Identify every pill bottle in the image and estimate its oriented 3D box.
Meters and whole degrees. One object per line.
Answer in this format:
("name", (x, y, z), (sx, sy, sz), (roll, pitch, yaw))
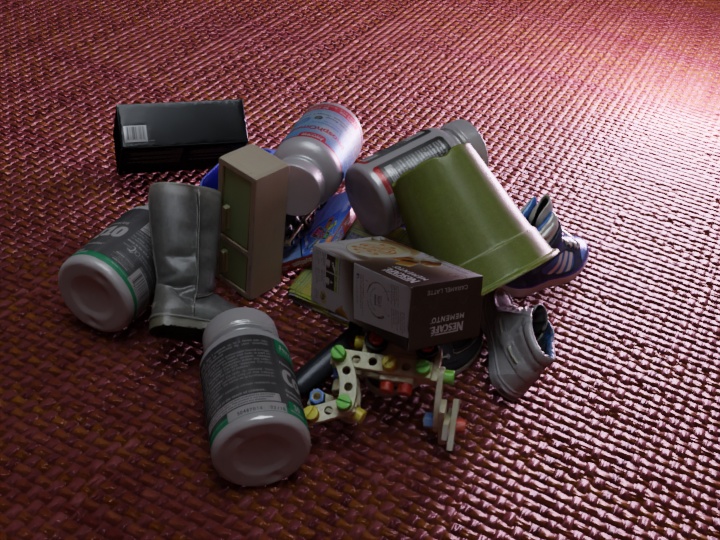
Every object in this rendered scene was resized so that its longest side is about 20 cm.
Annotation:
("pill bottle", (-0.302, -0.016, 1.271), (0.113, 0.114, 0.200), (19, 37, 15))
("pill bottle", (-0.129, 0.142, 1.103), (0.112, 0.114, 0.200), (-3, 38, -15))
("pill bottle", (0.086, -0.142, 1.398), (0.199, 0.114, 0.114), (-28, 48, -23))
("pill bottle", (-0.070, -0.165, 1.402), (0.108, 0.109, 0.200), (14, 35, 8))

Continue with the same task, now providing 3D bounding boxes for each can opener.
("can opener", (-0.018, 0.101, 1.210), (0.200, 0.063, 0.079), (-34, 82, -35))

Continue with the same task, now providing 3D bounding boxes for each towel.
("towel", (0.000, 0.000, 1.358), (0.143, 0.023, 0.200), (21, 50, 24))

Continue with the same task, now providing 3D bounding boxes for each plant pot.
("plant pot", (0.137, -0.063, 1.270), (0.200, 0.200, 0.191), (-25, 88, -37))

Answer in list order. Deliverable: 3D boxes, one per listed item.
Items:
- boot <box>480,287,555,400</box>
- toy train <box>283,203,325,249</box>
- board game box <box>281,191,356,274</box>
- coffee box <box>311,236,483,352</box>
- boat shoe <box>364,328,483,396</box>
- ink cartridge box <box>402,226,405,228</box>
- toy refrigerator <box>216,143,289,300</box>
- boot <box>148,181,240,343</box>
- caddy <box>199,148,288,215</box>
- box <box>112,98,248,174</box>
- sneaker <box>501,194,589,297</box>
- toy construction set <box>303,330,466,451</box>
("boot", (0.215, 0.074, 1.259), (0.073, 0.096, 0.201), (27, 35, -24))
("toy train", (-0.087, -0.086, 1.425), (0.034, 0.046, 0.200), (8, 33, 18))
("board game box", (-0.058, -0.064, 1.427), (0.103, 0.019, 0.200), (-18, 25, 31))
("coffee box", (0.040, 0.023, 1.147), (0.114, 0.080, 0.200), (-9, 20, -34))
("boat shoe", (0.093, 0.102, 1.241), (0.199, 0.063, 0.073), (-22, 45, -34))
("ink cartridge box", (0.084, -0.025, 1.433), (0.119, 0.042, 0.200), (-21, 44, -34))
("toy refrigerator", (-0.154, -0.064, 1.302), (0.076, 0.201, 0.070), (32, 43, 29))
("boot", (-0.196, -0.007, 1.227), (0.181, 0.072, 0.201), (15, 59, -33))
("caddy", (-0.166, -0.122, 1.456), (0.141, 0.105, 0.200), (17, 37, 11))
("box", (-0.294, -0.216, 1.522), (0.199, 0.141, 0.079), (-6, 78, -18))
("sneaker", (0.290, -0.053, 1.415), (0.199, 0.147, 0.081), (-23, 46, -35))
("toy construction set", (0.037, 0.143, 1.125), (0.199, 0.092, 0.132), (14, 66, -2))
